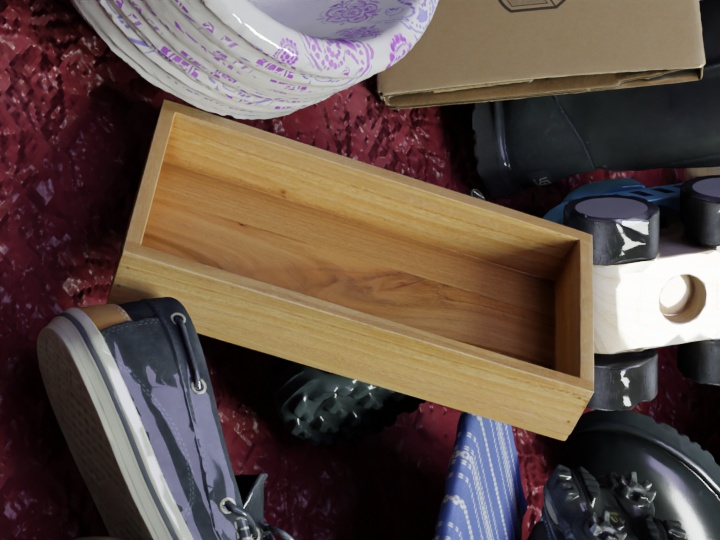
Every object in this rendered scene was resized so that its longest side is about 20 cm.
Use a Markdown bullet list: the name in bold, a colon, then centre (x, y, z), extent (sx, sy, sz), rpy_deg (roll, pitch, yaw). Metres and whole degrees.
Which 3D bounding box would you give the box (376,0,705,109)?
- **box**: centre (0.089, -0.182, 0.965), extent (0.021, 0.162, 0.202), rpy_deg (63, 24, -64)

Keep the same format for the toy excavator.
- **toy excavator**: centre (0.165, -0.017, 1.010), extent (0.193, 0.200, 0.101), rpy_deg (-8, 109, -15)

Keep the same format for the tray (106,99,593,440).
- **tray**: centre (0.000, 0.000, 0.788), extent (0.198, 0.037, 0.099), rpy_deg (18, 41, -9)

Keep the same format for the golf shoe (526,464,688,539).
- **golf shoe**: centre (0.120, 0.181, 0.833), extent (0.077, 0.095, 0.201), rpy_deg (16, 30, -20)

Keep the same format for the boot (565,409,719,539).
- **boot**: centre (0.151, 0.189, 0.932), extent (0.198, 0.073, 0.163), rpy_deg (48, 51, -19)

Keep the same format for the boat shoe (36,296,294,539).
- **boat shoe**: centre (-0.061, 0.102, 0.724), extent (0.062, 0.074, 0.201), rpy_deg (-23, 91, -30)

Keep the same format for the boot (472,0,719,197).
- **boot**: centre (0.157, -0.130, 0.968), extent (0.066, 0.198, 0.166), rpy_deg (25, 58, -67)

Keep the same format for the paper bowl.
- **paper bowl**: centre (-0.063, -0.164, 0.822), extent (0.200, 0.104, 0.202), rpy_deg (23, 57, -40)

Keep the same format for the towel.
- **towel**: centre (0.041, 0.150, 0.809), extent (0.145, 0.024, 0.201), rpy_deg (75, 23, -51)

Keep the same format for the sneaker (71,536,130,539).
- **sneaker**: centre (-0.108, 0.191, 0.645), extent (0.090, 0.067, 0.202), rpy_deg (13, 67, -49)

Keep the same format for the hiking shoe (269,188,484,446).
- **hiking shoe**: centre (0.014, 0.021, 0.863), extent (0.199, 0.074, 0.087), rpy_deg (-18, 72, -55)
